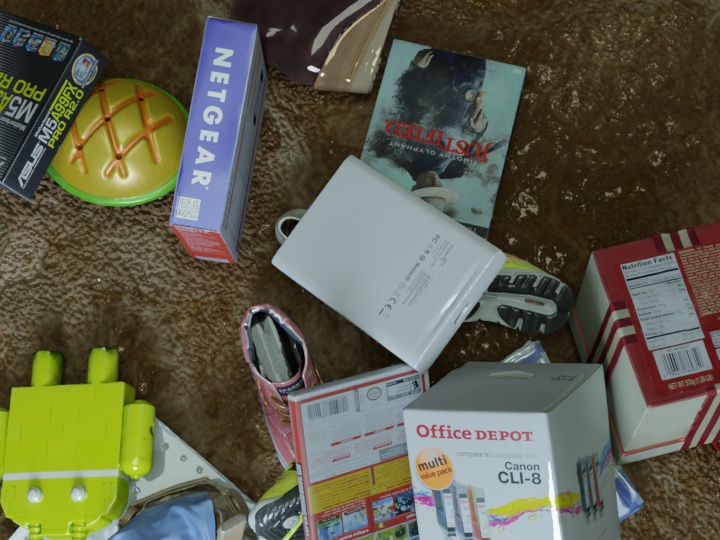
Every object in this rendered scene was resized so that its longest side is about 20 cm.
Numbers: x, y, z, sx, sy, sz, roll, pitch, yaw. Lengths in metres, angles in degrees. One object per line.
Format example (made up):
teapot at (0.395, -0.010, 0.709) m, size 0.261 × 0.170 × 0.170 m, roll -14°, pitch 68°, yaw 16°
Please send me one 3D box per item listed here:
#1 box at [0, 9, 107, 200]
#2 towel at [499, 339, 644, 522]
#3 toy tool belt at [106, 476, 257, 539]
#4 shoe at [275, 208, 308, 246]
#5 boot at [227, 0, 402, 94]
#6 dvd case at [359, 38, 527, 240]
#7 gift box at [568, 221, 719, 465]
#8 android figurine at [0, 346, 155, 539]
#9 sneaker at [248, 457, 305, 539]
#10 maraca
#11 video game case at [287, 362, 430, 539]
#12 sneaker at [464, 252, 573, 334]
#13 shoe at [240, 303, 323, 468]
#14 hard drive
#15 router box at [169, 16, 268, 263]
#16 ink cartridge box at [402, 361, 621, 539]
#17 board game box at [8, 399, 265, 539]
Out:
box at (-0.361, -0.173, 1.363) m, size 0.199 × 0.044 × 0.161 m, roll 23°, pitch 81°, yaw 36°
towel at (0.170, 0.188, 1.364) m, size 0.147 × 0.024 × 0.201 m, roll -33°, pitch 83°, yaw -4°
toy tool belt at (-0.191, 0.272, 1.276) m, size 0.199 × 0.123 × 0.125 m, roll -27°, pitch 82°, yaw -4°
shoe at (0.000, 0.000, 1.378) m, size 0.199 × 0.053 × 0.070 m, roll 29°, pitch 83°, yaw 4°
boot at (-0.040, -0.290, 1.413) m, size 0.165 × 0.072 × 0.201 m, roll 18°, pitch 85°, yaw 1°
dvd case at (0.079, -0.131, 1.389) m, size 0.145 × 0.022 × 0.201 m, roll 14°, pitch 69°, yaw 6°
gift box at (0.297, 0.085, 1.294) m, size 0.183 × 0.187 × 0.201 m, roll -9°, pitch 66°, yaw -3°
android figurine at (-0.284, 0.174, 1.336) m, size 0.181 × 0.041 × 0.201 m, roll -2°, pitch 69°, yaw 14°
sneaker at (-0.028, 0.180, 1.288) m, size 0.200 × 0.076 × 0.076 m, roll -32°, pitch 52°, yaw -29°
maraca at (-0.261, -0.133, 1.374) m, size 0.199 × 0.107 × 0.138 m, roll 13°, pitch 67°, yaw 8°
video game case at (0.009, 0.193, 1.245) m, size 0.142 × 0.017 × 0.201 m, roll -12°, pitch 100°, yaw -31°
sneaker at (0.105, 0.010, 1.357) m, size 0.199 × 0.090 × 0.079 m, roll 18°, pitch 104°, yaw -9°
shoe at (-0.066, 0.127, 1.339) m, size 0.071 × 0.091 × 0.201 m, roll -22°, pitch 82°, yaw -3°
hard drive at (0.023, -0.010, 1.291) m, size 0.200 × 0.026 × 0.132 m, roll 35°, pitch 87°, yaw 35°
router box at (-0.133, -0.121, 1.334) m, size 0.049 × 0.180 × 0.201 m, roll 9°, pitch 81°, yaw 1°
ink cartridge box at (0.140, 0.195, 1.248) m, size 0.145 × 0.144 × 0.201 m, roll -2°, pitch 102°, yaw 30°
board game box at (-0.214, 0.265, 1.352) m, size 0.200 × 0.026 × 0.200 m, roll 39°, pitch 83°, yaw 6°
